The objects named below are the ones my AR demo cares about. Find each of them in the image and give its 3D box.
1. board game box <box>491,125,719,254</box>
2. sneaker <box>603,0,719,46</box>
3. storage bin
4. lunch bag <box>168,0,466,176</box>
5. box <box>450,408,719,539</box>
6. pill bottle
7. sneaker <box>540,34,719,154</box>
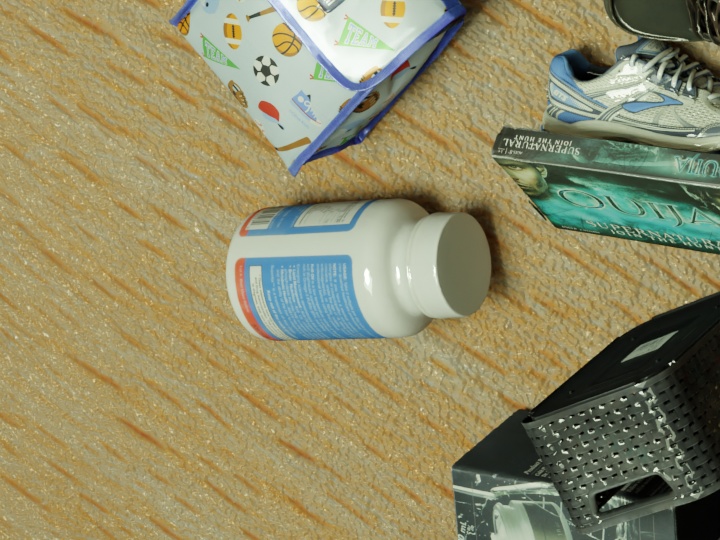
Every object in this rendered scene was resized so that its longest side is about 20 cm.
[{"bbox_3d":[0.208,-0.054,1.557,0.199,0.135,0.028,10,72,32],"label":"board game box"},{"bbox_3d":[0.242,-0.185,1.473,0.199,0.106,0.075,-5,119,36],"label":"sneaker"},{"bbox_3d":[0.225,0.096,1.554,0.135,0.200,0.094,-24,96,39],"label":"storage bin"},{"bbox_3d":[-0.028,-0.199,1.647,0.170,0.124,0.200,51,133,5],"label":"lunch bag"},{"bbox_3d":[0.191,0.233,1.693,0.196,0.124,0.201,7,114,34],"label":"box"},{"bbox_3d":[0.000,0.000,1.727,0.199,0.112,0.113,-2,109,36],"label":"pill bottle"},{"bbox_3d":[0.216,-0.127,1.547,0.199,0.077,0.086,3,105,32],"label":"sneaker"}]
